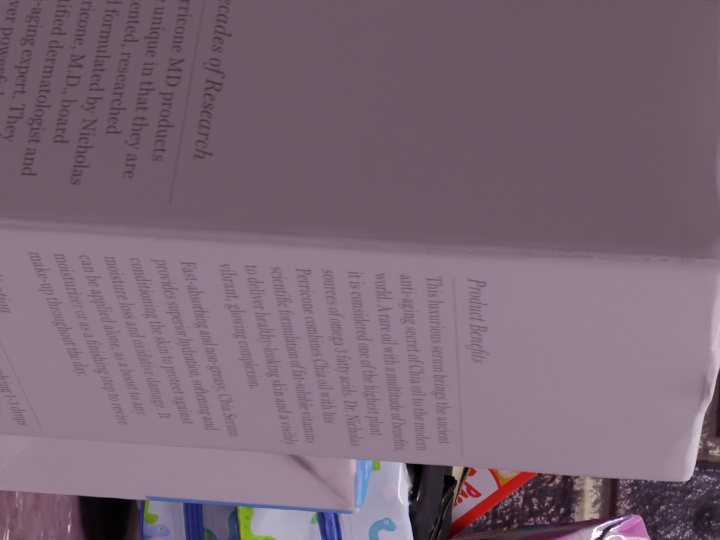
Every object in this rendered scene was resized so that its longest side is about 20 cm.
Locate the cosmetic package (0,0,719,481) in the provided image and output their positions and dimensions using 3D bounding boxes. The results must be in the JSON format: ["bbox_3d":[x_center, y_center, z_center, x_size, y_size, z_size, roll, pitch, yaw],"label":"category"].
[{"bbox_3d":[-0.023,-0.012,0.450,0.102,0.199,0.072,84,12,-61],"label":"cosmetic package"}]

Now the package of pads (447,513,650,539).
[{"bbox_3d":[0.080,0.178,0.944,0.200,0.075,0.121,151,-75,-70],"label":"package of pads"}]

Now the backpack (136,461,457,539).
[{"bbox_3d":[-0.025,0.038,0.786,0.163,0.153,0.201,91,-21,-61],"label":"backpack"}]

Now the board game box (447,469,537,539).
[{"bbox_3d":[0.033,0.092,1.111,0.200,0.046,0.152,-42,-166,38],"label":"board game box"}]

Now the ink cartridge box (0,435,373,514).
[{"bbox_3d":[-0.041,-0.010,0.658,0.200,0.115,0.067,-74,165,-60],"label":"ink cartridge box"}]

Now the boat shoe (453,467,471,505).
[{"bbox_3d":[0.020,0.092,0.944,0.075,0.075,0.203,-37,155,-54],"label":"boat shoe"}]
